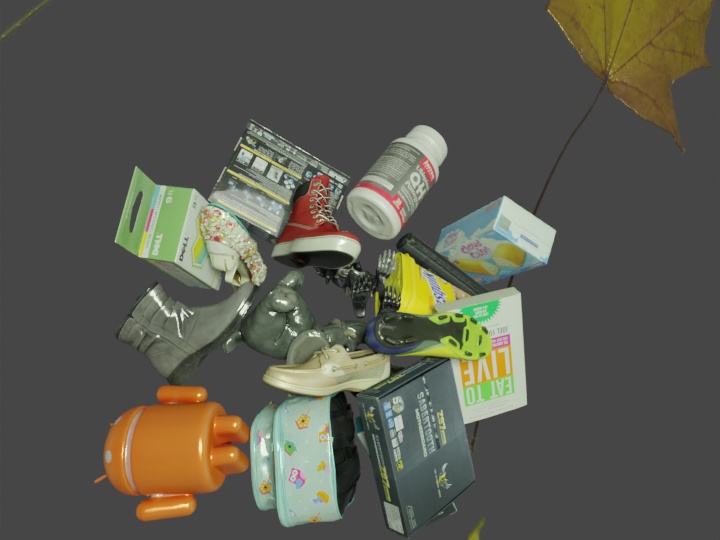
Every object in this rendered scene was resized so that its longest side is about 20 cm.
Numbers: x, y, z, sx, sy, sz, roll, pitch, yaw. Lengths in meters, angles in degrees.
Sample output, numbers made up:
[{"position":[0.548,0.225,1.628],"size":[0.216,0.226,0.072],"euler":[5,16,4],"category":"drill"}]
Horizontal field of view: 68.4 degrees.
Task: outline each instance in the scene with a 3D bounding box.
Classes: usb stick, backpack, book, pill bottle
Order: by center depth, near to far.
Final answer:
[{"position":[-0.075,0.258,0.743],"size":[0.150,0.200,0.180],"euler":[-3,80,-4],"category":"backpack"},{"position":[0.193,0.136,0.841],"size":[0.131,0.048,0.204],"euler":[-13,111,-3],"category":"book"},{"position":[0.071,-0.162,0.943],"size":[0.110,0.110,0.201],"euler":[41,67,-9],"category":"pill bottle"},{"position":[0.151,-0.001,0.971],"size":[0.198,0.055,0.033],"euler":[35,67,-12],"category":"usb stick"}]

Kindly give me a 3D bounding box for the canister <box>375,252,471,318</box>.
[{"position":[0.129,0.073,0.907],"size":[0.198,0.087,0.150],"euler":[28,32,-17],"category":"canister"}]

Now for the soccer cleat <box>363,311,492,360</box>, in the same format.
[{"position":[0.098,0.095,0.767],"size":[0.196,0.084,0.066],"euler":[8,71,-21],"category":"soccer cleat"}]

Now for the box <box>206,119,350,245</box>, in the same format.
[{"position":[-0.133,-0.130,0.886],"size":[0.197,0.049,0.164],"euler":[27,69,-15],"category":"box"}]

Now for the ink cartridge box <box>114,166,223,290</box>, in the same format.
[{"position":[-0.249,-0.050,0.739],"size":[0.058,0.200,0.106],"euler":[7,74,10],"category":"ink cartridge box"}]

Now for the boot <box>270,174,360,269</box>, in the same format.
[{"position":[-0.055,-0.080,0.775],"size":[0.072,0.198,0.147],"euler":[26,76,-33],"category":"boot"}]

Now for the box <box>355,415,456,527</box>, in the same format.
[{"position":[0.072,0.306,0.834],"size":[0.081,0.049,0.202],"euler":[-26,105,3],"category":"box"}]

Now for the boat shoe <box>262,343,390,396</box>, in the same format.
[{"position":[-0.041,0.133,0.735],"size":[0.197,0.072,0.066],"euler":[6,89,-32],"category":"boat shoe"}]

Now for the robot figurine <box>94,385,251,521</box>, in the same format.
[{"position":[-0.249,0.238,0.704],"size":[0.196,0.117,0.147],"euler":[-4,96,3],"category":"robot figurine"}]

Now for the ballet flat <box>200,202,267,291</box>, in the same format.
[{"position":[-0.182,-0.018,0.768],"size":[0.074,0.201,0.065],"euler":[13,67,15],"category":"ballet flat"}]

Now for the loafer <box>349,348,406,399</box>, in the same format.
[{"position":[0.053,0.192,0.876],"size":[0.198,0.071,0.074],"euler":[31,112,6],"category":"loafer"}]

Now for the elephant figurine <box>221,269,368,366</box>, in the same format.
[{"position":[-0.074,0.110,0.809],"size":[0.200,0.155,0.142],"euler":[45,36,-5],"category":"elephant figurine"}]

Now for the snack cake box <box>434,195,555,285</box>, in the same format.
[{"position":[0.227,-0.045,0.932],"size":[0.114,0.200,0.068],"euler":[29,70,-13],"category":"snack cake box"}]

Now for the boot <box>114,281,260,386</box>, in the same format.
[{"position":[-0.248,0.061,0.751],"size":[0.132,0.070,0.200],"euler":[44,92,-9],"category":"boot"}]

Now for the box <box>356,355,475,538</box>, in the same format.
[{"position":[0.085,0.244,0.760],"size":[0.156,0.051,0.204],"euler":[-17,98,-40],"category":"box"}]

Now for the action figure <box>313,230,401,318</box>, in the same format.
[{"position":[0.000,0.000,0.825],"size":[0.117,0.200,0.104],"euler":[14,106,-23],"category":"action figure"}]
